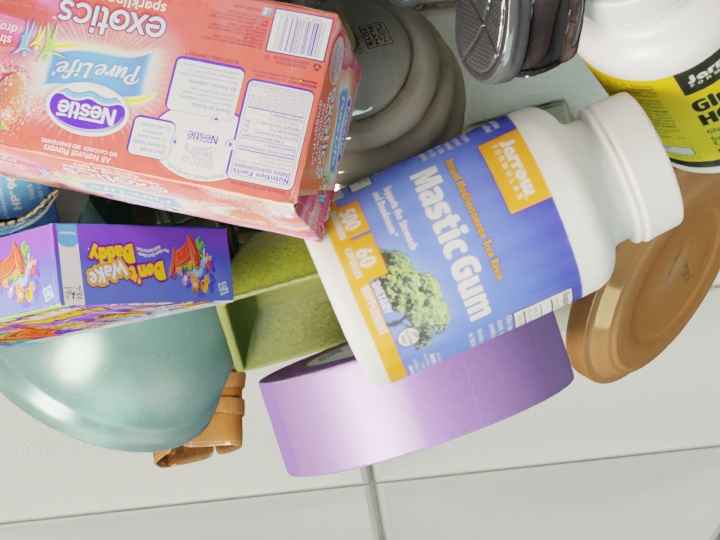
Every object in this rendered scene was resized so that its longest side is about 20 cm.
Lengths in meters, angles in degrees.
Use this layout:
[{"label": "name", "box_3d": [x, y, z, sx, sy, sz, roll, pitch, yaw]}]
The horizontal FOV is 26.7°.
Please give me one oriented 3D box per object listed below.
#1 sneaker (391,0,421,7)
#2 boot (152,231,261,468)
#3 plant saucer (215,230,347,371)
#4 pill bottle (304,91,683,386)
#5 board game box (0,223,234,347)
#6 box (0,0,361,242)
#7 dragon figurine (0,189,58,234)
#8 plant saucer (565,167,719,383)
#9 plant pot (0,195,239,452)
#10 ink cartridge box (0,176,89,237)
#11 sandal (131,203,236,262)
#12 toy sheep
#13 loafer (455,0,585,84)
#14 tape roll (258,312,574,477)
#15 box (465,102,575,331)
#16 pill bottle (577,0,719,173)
[{"label": "sneaker", "box_3d": [-0.041, -0.178, 0.797, 0.201, 0.078, 0.146, -20, 149, 23]}, {"label": "boot", "box_3d": [-0.105, 0.065, 1.216, 0.073, 0.156, 0.199, 16, 148, -38]}, {"label": "plant saucer", "box_3d": [0.000, 0.000, 1.025, 0.198, 0.048, 0.200, -15, 164, -5]}, {"label": "pill bottle", "box_3d": [0.074, -0.023, 0.856, 0.199, 0.113, 0.112, -25, 154, 0]}, {"label": "board game box", "box_3d": [-0.193, 0.012, 0.898, 0.199, 0.045, 0.134, -12, 173, 38]}, {"label": "box", "box_3d": [-0.109, -0.088, 0.790, 0.198, 0.104, 0.095, 11, 171, 9]}, {"label": "dragon figurine", "box_3d": [-0.262, -0.044, 0.769, 0.198, 0.059, 0.100, 11, 162, 4]}, {"label": "plant saucer", "box_3d": [0.226, -0.002, 1.136, 0.200, 0.032, 0.201, -37, 145, -31]}, {"label": "plant pot", "box_3d": [-0.164, 0.010, 1.078, 0.199, 0.201, 0.135, 12, 124, -34]}, {"label": "ink cartridge box", "box_3d": [-0.281, -0.050, 0.965, 0.198, 0.116, 0.068, -8, 114, 3]}, {"label": "sandal", "box_3d": [-0.111, -0.077, 0.958, 0.081, 0.055, 0.201, 0, 120, 19]}, {"label": "toy sheep", "box_3d": [-0.002, -0.101, 0.914, 0.137, 0.139, 0.200, -9, 166, 7]}, {"label": "loafer", "box_3d": [0.094, -0.191, 0.759, 0.063, 0.072, 0.201, -9, 125, -27]}, {"label": "tape roll", "box_3d": [0.036, 0.071, 0.995, 0.198, 0.066, 0.200, -18, -179, 0]}, {"label": "box", "box_3d": [0.147, -0.034, 1.137, 0.077, 0.096, 0.200, -14, 156, 17]}, {"label": "pill bottle", "box_3d": [0.183, -0.144, 0.881, 0.112, 0.113, 0.200, -17, 153, 23]}]
